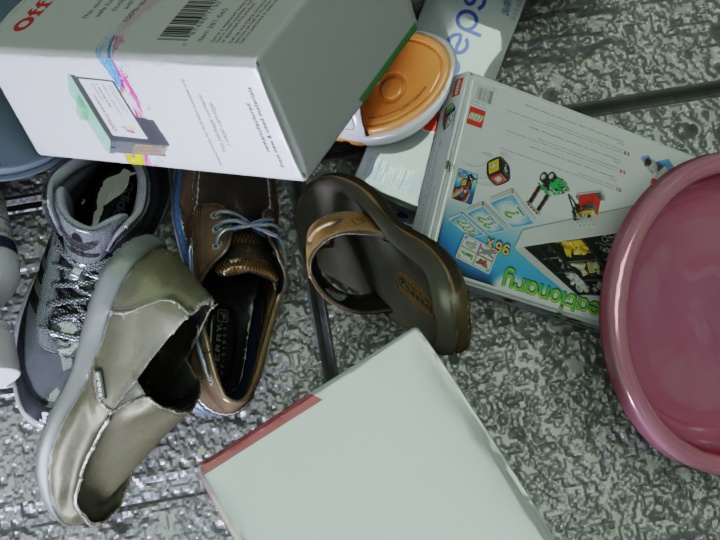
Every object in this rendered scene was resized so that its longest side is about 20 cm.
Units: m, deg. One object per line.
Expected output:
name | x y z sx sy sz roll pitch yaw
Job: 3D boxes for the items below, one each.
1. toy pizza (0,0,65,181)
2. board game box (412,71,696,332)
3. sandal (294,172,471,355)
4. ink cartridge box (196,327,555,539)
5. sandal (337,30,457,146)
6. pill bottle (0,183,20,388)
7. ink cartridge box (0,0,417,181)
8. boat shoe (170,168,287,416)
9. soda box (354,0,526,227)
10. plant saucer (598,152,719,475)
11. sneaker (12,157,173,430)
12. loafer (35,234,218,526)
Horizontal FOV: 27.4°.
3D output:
toy pizza | -0.246 -0.143 0.891 0.199 0.032 0.201 19 59 -33
board game box | 0.133 -0.034 0.939 0.199 0.035 0.127 18 83 -22
sandal | 0.000 0.000 0.891 0.054 0.200 0.082 -20 122 -19
ink cartridge box | 0.008 0.142 0.864 0.145 0.200 0.145 -33 81 -7
sandal | -0.041 -0.131 0.934 0.206 0.059 0.080 11 77 28
pill bottle | -0.277 -0.021 0.913 0.119 0.120 0.201 -15 78 -4
ink cartridge box | -0.091 -0.134 0.845 0.199 0.084 0.145 8 47 32
boat shoe | -0.076 -0.008 0.937 0.072 0.072 0.201 0 88 -24
soda box | 0.057 -0.130 0.971 0.063 0.068 0.201 21 82 0
plant saucer | 0.227 0.027 0.933 0.199 0.051 0.202 0 90 -26
sneaker | -0.175 0.000 0.921 0.075 0.114 0.201 17 81 1
loafer | -0.140 0.079 0.894 0.069 0.075 0.201 27 117 18
